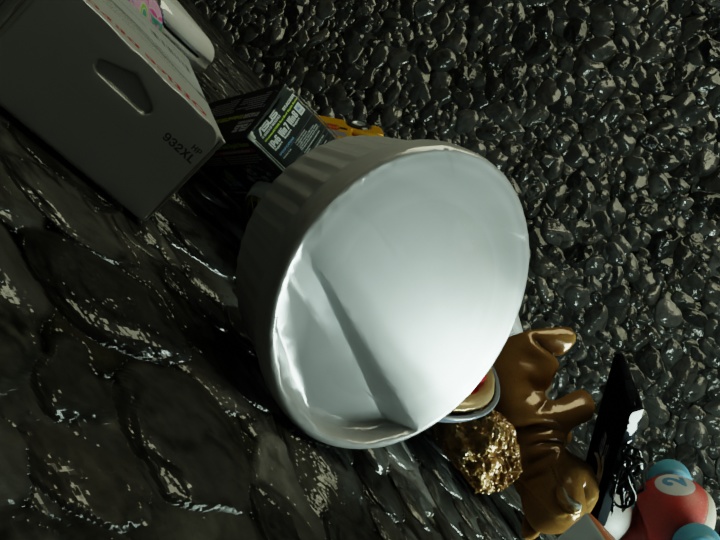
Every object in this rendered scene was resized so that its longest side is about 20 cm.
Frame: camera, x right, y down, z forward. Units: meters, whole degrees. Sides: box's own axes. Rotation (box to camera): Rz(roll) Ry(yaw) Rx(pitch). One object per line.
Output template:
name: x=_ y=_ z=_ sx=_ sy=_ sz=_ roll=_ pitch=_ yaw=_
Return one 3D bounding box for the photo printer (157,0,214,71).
photo printer: x=-0.340 y=-0.435 z=1.311 sx=0.201 sy=0.069 sz=0.166 roll=51 pitch=8 yaw=30

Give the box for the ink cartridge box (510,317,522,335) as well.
ink cartridge box: x=0.132 y=0.036 z=1.094 sx=0.201 sy=0.142 sz=0.085 roll=55 pitch=21 yaw=-41

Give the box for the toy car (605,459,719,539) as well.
toy car: x=0.347 y=0.320 z=1.028 sx=0.198 sy=0.178 sz=0.185 roll=34 pitch=19 yaw=-3

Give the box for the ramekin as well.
ramekin: x=0.008 y=0.006 z=0.508 sx=0.202 sy=0.204 sz=0.094 roll=41 pitch=-5 yaw=-40

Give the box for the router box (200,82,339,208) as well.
router box: x=-0.079 y=-0.097 z=0.746 sx=0.150 sy=0.063 sz=0.199 roll=43 pitch=-17 yaw=-28

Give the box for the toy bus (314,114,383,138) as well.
toy bus: x=-0.072 y=-0.147 z=0.907 sx=0.195 sy=0.066 sz=0.079 roll=9 pitch=28 yaw=-7

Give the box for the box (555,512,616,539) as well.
box: x=0.166 y=0.259 z=0.428 sx=0.124 sy=0.097 sz=0.200 roll=45 pitch=7 yaw=-18

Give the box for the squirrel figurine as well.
squirrel figurine: x=0.151 y=0.173 z=0.776 sx=0.196 sy=0.142 sz=0.190 roll=2 pitch=61 yaw=-31

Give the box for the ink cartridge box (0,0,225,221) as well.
ink cartridge box: x=-0.188 y=-0.146 z=0.551 sx=0.145 sy=0.084 sz=0.201 roll=43 pitch=8 yaw=-33

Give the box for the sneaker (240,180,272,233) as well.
sneaker: x=-0.073 y=-0.023 z=0.661 sx=0.074 sy=0.085 sz=0.199 roll=40 pitch=-13 yaw=-21

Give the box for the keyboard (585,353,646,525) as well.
keyboard: x=0.260 y=0.184 z=0.760 sx=0.105 sy=0.039 sz=0.203 roll=-86 pitch=174 yaw=-48

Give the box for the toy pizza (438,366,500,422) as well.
toy pizza: x=0.042 y=0.061 z=0.700 sx=0.196 sy=0.032 sz=0.201 roll=20 pitch=24 yaw=-9

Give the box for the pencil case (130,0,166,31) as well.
pencil case: x=-0.261 y=-0.261 z=0.761 sx=0.088 sy=0.087 sz=0.200 roll=47 pitch=5 yaw=1
